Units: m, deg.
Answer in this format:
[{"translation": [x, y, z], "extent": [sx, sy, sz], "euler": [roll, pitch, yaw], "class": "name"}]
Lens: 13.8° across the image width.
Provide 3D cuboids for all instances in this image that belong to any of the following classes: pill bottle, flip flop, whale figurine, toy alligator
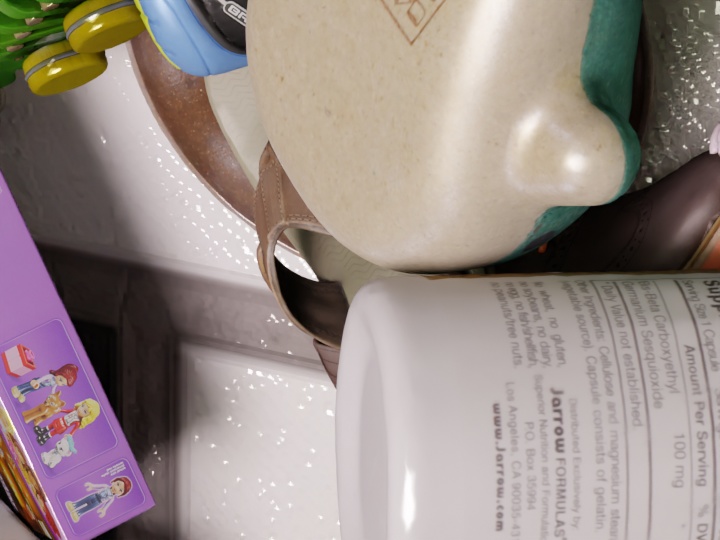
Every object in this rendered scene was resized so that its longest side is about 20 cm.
[{"translation": [0.097, 0.057, 0.914], "extent": [0.199, 0.114, 0.115], "euler": [-1, 111, -10], "class": "pill bottle"}, {"translation": [0.000, 0.000, 0.993], "extent": [0.081, 0.057, 0.201], "euler": [-31, 74, 36], "class": "flip flop"}, {"translation": [0.048, -0.089, 0.902], "extent": [0.159, 0.104, 0.200], "euler": [57, 136, 24], "class": "whale figurine"}, {"translation": [-0.128, -0.091, 1.074], "extent": [0.200, 0.054, 0.059], "euler": [-35, 74, 58], "class": "toy alligator"}]

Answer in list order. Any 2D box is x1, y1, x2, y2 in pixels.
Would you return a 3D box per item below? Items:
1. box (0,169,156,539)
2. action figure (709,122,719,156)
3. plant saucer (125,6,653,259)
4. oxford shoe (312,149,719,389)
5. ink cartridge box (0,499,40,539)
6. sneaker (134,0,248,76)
[{"translation": [-0.146, 0.003, 1.123], "extent": [0.201, 0.039, 0.137], "euler": [66, 167, -5], "class": "box"}, {"translation": [0.205, -0.063, 0.922], "extent": [0.200, 0.134, 0.149], "euler": [23, 85, 47], "class": "action figure"}, {"translation": [0.011, -0.087, 1.041], "extent": [0.200, 0.035, 0.201], "euler": [12, 123, 19], "class": "plant saucer"}, {"translation": [0.058, 0.006, 1.013], "extent": [0.073, 0.071, 0.200], "euler": [47, 128, -7], "class": "oxford shoe"}, {"translation": [-0.127, 0.169, 1.129], "extent": [0.200, 0.067, 0.116], "euler": [28, 139, 66], "class": "ink cartridge box"}, {"translation": [-0.058, -0.164, 0.961], "extent": [0.082, 0.071, 0.200], "euler": [-21, 107, -6], "class": "sneaker"}]
